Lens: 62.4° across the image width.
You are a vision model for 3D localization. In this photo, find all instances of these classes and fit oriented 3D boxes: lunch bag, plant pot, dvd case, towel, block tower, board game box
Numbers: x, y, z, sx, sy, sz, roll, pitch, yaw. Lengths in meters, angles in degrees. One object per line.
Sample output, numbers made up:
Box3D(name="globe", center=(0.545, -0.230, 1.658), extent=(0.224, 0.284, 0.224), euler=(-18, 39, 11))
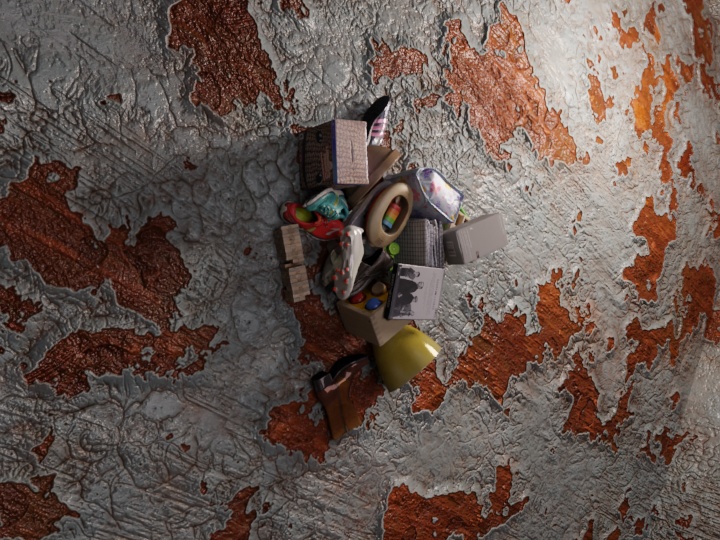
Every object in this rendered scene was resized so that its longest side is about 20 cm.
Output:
Box3D(name="lunch bag", center=(0.176, -0.221, 1.763), extent=(0.199, 0.169, 0.128), euler=(38, 67, -31))
Box3D(name="plant pot", center=(0.116, 0.235, 1.741), extent=(0.199, 0.200, 0.142), euler=(-38, 86, -27))
Box3D(name="dvd case", center=(0.153, 0.061, 1.639), extent=(0.198, 0.025, 0.152), euler=(5, 97, -44))
Box3D(name="plant pot", center=(0.014, -0.279, 1.648), extent=(0.093, 0.201, 0.201), euler=(43, 67, -6))
Box3D(name="towel", center=(0.171, -0.057, 1.768), extent=(0.085, 0.165, 0.203), euler=(-7, 96, -36))
Box3D(name="block tower", center=(-0.184, -0.021, 1.591), extent=(0.054, 0.058, 0.203), euler=(-14, 101, -33))
Box3D(name="board game box", center=(-0.075, -0.299, 1.571), extent=(0.096, 0.199, 0.162), euler=(-4, 93, -34))

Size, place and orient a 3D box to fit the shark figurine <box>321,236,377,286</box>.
Box3D(name="shark figurine", center=(-0.046, -0.067, 1.676), extent=(0.214, 0.089, 0.129), euler=(-38, 145, -19))

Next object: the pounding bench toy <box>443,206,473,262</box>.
Box3D(name="pounding bench toy", center=(0.308, -0.142, 1.882), extent=(0.155, 0.124, 0.202), euler=(29, 75, -31))

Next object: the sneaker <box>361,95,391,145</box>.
Box3D(name="sneaker", center=(0.045, -0.413, 1.741), extent=(0.082, 0.070, 0.202), euler=(41, 71, -46))

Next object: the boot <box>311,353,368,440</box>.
Box3D(name="boot", center=(-0.030, 0.358, 1.699), extent=(0.187, 0.068, 0.202), euler=(-29, 108, -31))

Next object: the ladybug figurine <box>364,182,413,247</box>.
Box3D(name="ladybug figurine", center=(0.072, -0.158, 1.674), extent=(0.136, 0.072, 0.201), euler=(38, 80, -44))

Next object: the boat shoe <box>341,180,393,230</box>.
Box3D(name="boat shoe", center=(0.016, -0.185, 1.713), extent=(0.201, 0.069, 0.071), euler=(-52, 133, -14))

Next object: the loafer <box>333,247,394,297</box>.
Box3D(name="loafer", center=(0.000, 0.000, 1.665), extent=(0.199, 0.073, 0.072), euler=(-36, 127, -13))

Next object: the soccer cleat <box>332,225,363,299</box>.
Box3D(name="soccer cleat", center=(-0.026, -0.020, 1.599), extent=(0.077, 0.069, 0.203), euler=(-4, 105, -45))

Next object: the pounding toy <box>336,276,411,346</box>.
Box3D(name="pounding toy", center=(0.047, 0.079, 1.691), extent=(0.199, 0.183, 0.144), euler=(-36, 122, -28))

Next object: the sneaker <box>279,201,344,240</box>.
Box3D(name="sneaker", center=(-0.123, -0.131, 1.611), extent=(0.198, 0.085, 0.078), euler=(17, 83, -33))

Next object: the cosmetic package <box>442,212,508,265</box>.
Box3D(name="cosmetic package", center=(0.342, -0.095, 1.781), extent=(0.198, 0.090, 0.108), euler=(-24, 101, -29))

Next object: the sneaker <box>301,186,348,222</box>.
Box3D(name="sneaker", center=(-0.083, -0.171, 1.571), extent=(0.199, 0.077, 0.080), euler=(-13, 79, -64))

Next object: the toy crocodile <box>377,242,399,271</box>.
Box3D(name="toy crocodile", center=(0.073, -0.097, 1.758), extent=(0.061, 0.067, 0.203), euler=(-4, 91, -27))
